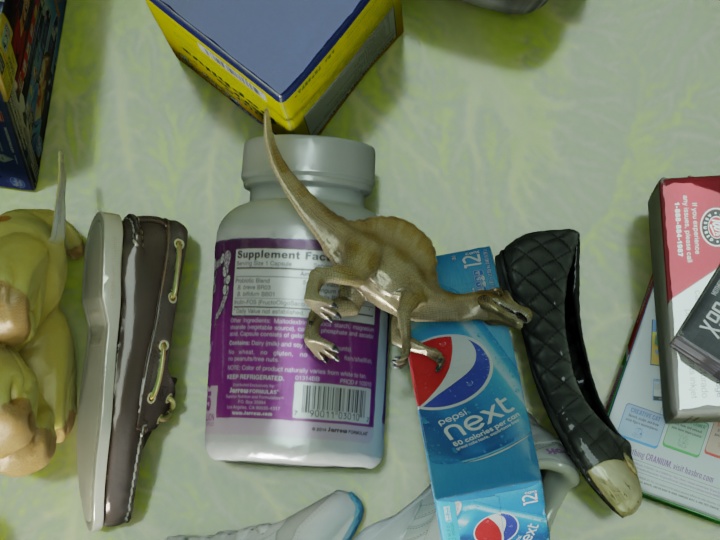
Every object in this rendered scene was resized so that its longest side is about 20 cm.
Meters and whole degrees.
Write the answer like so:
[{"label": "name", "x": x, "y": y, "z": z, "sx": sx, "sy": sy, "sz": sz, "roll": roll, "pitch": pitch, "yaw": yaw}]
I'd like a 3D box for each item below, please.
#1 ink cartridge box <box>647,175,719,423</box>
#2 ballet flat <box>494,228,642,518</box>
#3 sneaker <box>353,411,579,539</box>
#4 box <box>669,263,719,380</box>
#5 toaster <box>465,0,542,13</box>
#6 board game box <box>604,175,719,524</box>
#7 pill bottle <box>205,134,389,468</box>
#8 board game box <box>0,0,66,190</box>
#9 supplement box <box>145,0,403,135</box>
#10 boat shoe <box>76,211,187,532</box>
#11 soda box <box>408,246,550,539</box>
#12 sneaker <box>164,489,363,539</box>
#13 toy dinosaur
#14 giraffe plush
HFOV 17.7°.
[{"label": "ink cartridge box", "x": 0.280, "y": 0.014, "z": 1.394, "sx": 0.200, "sy": 0.083, "sz": 0.147, "roll": -4, "pitch": 83, "yaw": 2}, {"label": "ballet flat", "x": 0.134, "y": 0.058, "z": 1.417, "sx": 0.057, "sy": 0.066, "sz": 0.200, "roll": -23, "pitch": 61, "yaw": 9}, {"label": "sneaker", "x": 0.055, "y": 0.174, "z": 1.412, "sx": 0.075, "sy": 0.100, "sz": 0.200, "roll": 39, "pitch": 86, "yaw": -34}, {"label": "box", "x": 0.296, "y": 0.000, "z": 1.327, "sx": 0.158, "sy": 0.050, "sz": 0.200, "roll": 32, "pitch": 84, "yaw": 6}, {"label": "toaster", "x": 0.056, "y": -0.235, "z": 1.440, "sx": 0.200, "sy": 0.129, "sz": 0.114, "roll": 20, "pitch": 84, "yaw": 4}, {"label": "board game box", "x": 0.244, "y": 0.060, "z": 1.452, "sx": 0.153, "sy": 0.040, "sz": 0.200, "roll": 20, "pitch": 84, "yaw": 4}, {"label": "pill bottle", "x": -0.037, "y": 0.020, "z": 1.430, "sx": 0.112, "sy": 0.112, "sz": 0.200, "roll": 3, "pitch": 83, "yaw": 2}, {"label": "board game box", "x": -0.223, "y": -0.181, "z": 1.440, "sx": 0.062, "sy": 0.200, "sz": 0.200, "roll": 8, "pitch": 69, "yaw": 2}, {"label": "supplement box", "x": -0.050, "y": -0.158, "z": 1.406, "sx": 0.110, "sy": 0.200, "sz": 0.109, "roll": 39, "pitch": 86, "yaw": 6}, {"label": "boat shoe", "x": -0.143, "y": 0.065, "z": 1.451, "sx": 0.059, "sy": 0.072, "sz": 0.200, "roll": 3, "pitch": 89, "yaw": -21}, {"label": "soda box", "x": 0.066, "y": 0.079, "z": 1.387, "sx": 0.064, "sy": 0.068, "sz": 0.200, "roll": -11, "pitch": 43, "yaw": 1}, {"label": "sneaker", "x": -0.088, "y": 0.191, "z": 1.431, "sx": 0.200, "sy": 0.077, "sz": 0.081, "roll": -35, "pitch": 82, "yaw": -4}, {"label": "toy dinosaur", "x": 0.000, "y": 0.000, "z": 1.367, "sx": 0.200, "sy": 0.058, "sz": 0.101, "roll": 34, "pitch": 56, "yaw": -4}, {"label": "giraffe plush", "x": -0.266, "y": 0.023, "z": 1.418, "sx": 0.162, "sy": 0.173, "sz": 0.200, "roll": 1, "pitch": 75, "yaw": 5}]
